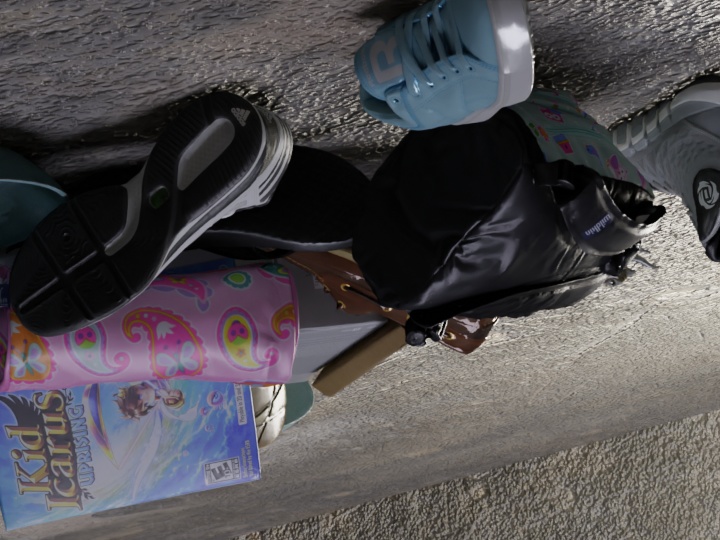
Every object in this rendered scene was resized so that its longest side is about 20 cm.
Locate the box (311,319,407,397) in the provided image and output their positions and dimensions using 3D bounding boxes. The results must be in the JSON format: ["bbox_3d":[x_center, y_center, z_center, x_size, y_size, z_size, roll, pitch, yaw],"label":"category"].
[{"bbox_3d":[0.042,0.008,1.723,0.164,0.021,0.200,-56,-172,-23],"label":"box"}]

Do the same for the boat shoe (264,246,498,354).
[{"bbox_3d":[0.000,0.000,1.575,0.199,0.068,0.072,21,-151,4],"label":"boat shoe"}]

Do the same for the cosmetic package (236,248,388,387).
[{"bbox_3d":[-0.055,0.016,1.722,0.090,0.108,0.200,-6,166,-24],"label":"cosmetic package"}]

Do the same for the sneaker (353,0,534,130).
[{"bbox_3d":[0.041,-0.113,1.268,0.081,0.075,0.200,-12,168,-11],"label":"sneaker"}]

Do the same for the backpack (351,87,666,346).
[{"bbox_3d":[0.101,-0.045,1.486,0.167,0.127,0.199,-43,155,30],"label":"backpack"}]

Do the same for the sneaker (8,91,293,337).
[{"bbox_3d":[-0.117,-0.026,1.430,0.200,0.076,0.115,-38,165,15],"label":"sneaker"}]

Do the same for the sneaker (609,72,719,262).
[{"bbox_3d":[0.226,-0.055,1.625,0.074,0.116,0.200,-7,168,-20],"label":"sneaker"}]

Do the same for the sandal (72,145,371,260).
[{"bbox_3d":[-0.086,-0.038,1.505,0.199,0.076,0.048,-2,152,-5],"label":"sandal"}]

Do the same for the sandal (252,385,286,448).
[{"bbox_3d":[-0.130,0.113,1.822,0.054,0.081,0.199,11,-170,32],"label":"sandal"}]

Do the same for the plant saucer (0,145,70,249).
[{"bbox_3d":[-0.275,-0.040,1.404,0.198,0.036,0.200,-11,168,-2],"label":"plant saucer"}]

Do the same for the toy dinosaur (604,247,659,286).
[{"bbox_3d":[0.160,-0.033,1.828,0.102,0.077,0.200,-26,161,9],"label":"toy dinosaur"}]

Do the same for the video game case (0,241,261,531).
[{"bbox_3d":[-0.167,0.063,1.567,0.180,0.202,0.045,-10,-156,-9],"label":"video game case"}]

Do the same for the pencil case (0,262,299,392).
[{"bbox_3d":[-0.139,0.034,1.490,0.198,0.088,0.087,0,166,-12],"label":"pencil case"}]

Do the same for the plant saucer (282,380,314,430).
[{"bbox_3d":[-0.140,0.110,1.972,0.199,0.039,0.201,8,-161,-3],"label":"plant saucer"}]
